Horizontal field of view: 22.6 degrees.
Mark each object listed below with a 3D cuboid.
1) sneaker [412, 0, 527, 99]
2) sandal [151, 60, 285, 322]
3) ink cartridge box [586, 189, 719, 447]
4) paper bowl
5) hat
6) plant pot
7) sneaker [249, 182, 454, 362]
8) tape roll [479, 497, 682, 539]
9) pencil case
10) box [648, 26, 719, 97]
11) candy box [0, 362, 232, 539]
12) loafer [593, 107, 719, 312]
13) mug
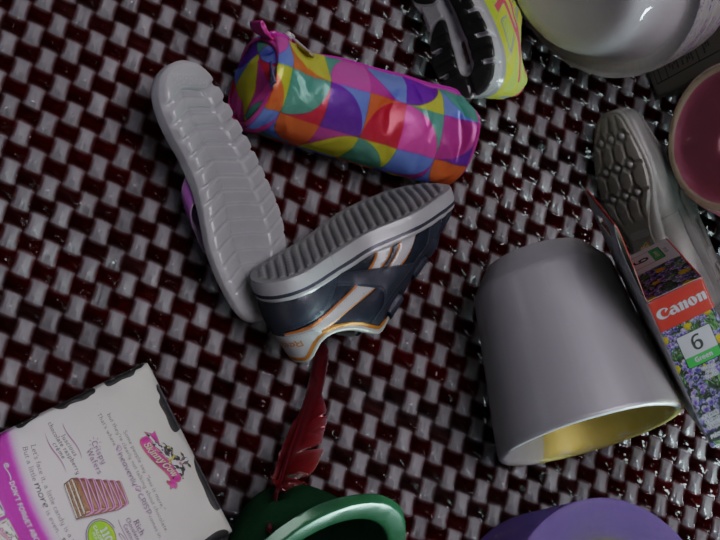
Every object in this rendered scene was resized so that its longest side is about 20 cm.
[{"bbox_3d":[0.092,-0.228,1.510,0.090,0.078,0.200,11,64,-51],"label":"sneaker"},{"bbox_3d":[-0.109,-0.059,1.353,0.082,0.050,0.203,-26,102,-48],"label":"sandal"},{"bbox_3d":[0.243,0.027,1.399,0.050,0.109,0.200,-25,107,3],"label":"ink cartridge box"},{"bbox_3d":[0.203,-0.257,1.491,0.104,0.201,0.201,-27,90,-43],"label":"paper bowl"},{"bbox_3d":[-0.077,0.171,1.307,0.200,0.166,0.176,-6,40,-44],"label":"hat"},{"bbox_3d":[0.366,-0.104,1.528,0.179,0.200,0.200,6,72,-43],"label":"plant pot"},{"bbox_3d":[0.000,0.000,1.379,0.200,0.078,0.079,-31,115,-35],"label":"sneaker"},{"bbox_3d":[0.173,0.280,1.394,0.200,0.085,0.200,9,71,-27],"label":"tape roll"},{"bbox_3d":[-0.005,-0.126,1.409,0.200,0.088,0.088,16,68,-28],"label":"pencil case"},{"bbox_3d":[0.336,-0.248,1.571,0.109,0.200,0.128,-15,84,-31],"label":"box"},{"bbox_3d":[-0.206,0.166,1.224,0.200,0.061,0.136,-26,89,-32],"label":"candy box"},{"bbox_3d":[0.259,-0.048,1.552,0.070,0.070,0.200,-24,96,-38],"label":"loafer"},{"bbox_3d":[0.161,0.065,1.440,0.149,0.187,0.153,-16,73,0],"label":"mug"}]
